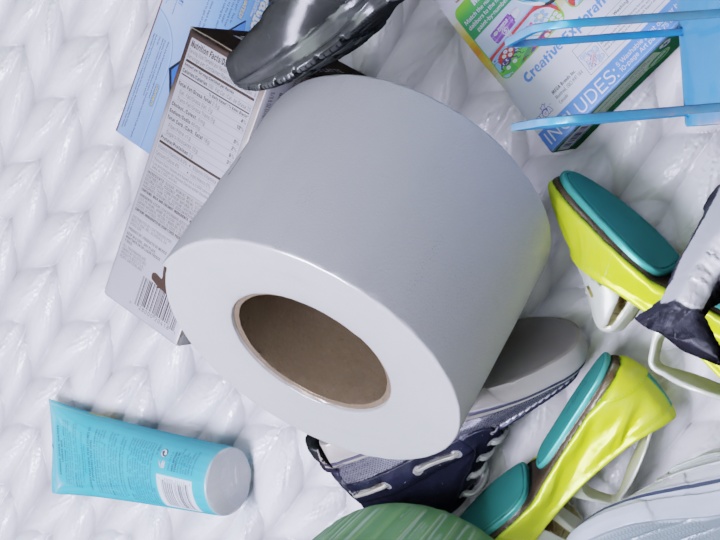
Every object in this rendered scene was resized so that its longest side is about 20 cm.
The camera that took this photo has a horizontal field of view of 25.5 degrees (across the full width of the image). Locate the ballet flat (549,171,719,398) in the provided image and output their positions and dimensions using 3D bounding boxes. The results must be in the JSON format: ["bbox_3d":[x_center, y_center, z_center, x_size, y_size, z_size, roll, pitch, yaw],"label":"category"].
[{"bbox_3d":[0.180,0.021,0.955,0.200,0.067,0.067,38,113,21],"label":"ballet flat"}]

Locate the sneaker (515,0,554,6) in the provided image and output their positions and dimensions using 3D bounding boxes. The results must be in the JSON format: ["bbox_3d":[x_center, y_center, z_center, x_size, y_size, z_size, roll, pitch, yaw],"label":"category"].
[{"bbox_3d":[0.052,-0.232,0.952,0.200,0.090,0.079,47,118,19],"label":"sneaker"}]

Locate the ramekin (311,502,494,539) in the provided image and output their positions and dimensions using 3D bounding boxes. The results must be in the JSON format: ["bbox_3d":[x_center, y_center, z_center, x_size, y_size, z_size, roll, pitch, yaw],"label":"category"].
[{"bbox_3d":[0.024,0.245,1.001,0.198,0.098,0.202,7,110,21],"label":"ramekin"}]

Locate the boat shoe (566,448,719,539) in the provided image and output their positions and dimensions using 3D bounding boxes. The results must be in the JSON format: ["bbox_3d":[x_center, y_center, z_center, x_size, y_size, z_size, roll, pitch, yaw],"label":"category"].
[{"bbox_3d":[0.218,0.143,0.957,0.199,0.067,0.074,-18,119,26],"label":"boat shoe"}]

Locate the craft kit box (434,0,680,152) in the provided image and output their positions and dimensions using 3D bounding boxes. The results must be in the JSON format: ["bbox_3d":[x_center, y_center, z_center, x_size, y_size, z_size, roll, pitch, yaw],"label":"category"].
[{"bbox_3d":[0.132,-0.212,0.980,0.200,0.048,0.198,-45,74,29],"label":"craft kit box"}]

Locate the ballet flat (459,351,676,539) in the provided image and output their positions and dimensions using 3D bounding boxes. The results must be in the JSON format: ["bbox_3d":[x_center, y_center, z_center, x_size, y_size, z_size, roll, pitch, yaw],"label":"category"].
[{"bbox_3d":[0.128,0.140,1.019,0.067,0.067,0.200,34,115,-6],"label":"ballet flat"}]

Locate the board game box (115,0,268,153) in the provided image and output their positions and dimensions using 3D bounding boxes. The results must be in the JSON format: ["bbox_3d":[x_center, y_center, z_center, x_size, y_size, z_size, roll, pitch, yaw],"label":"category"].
[{"bbox_3d":[-0.107,-0.167,1.156,0.103,0.019,0.201,34,113,27],"label":"board game box"}]

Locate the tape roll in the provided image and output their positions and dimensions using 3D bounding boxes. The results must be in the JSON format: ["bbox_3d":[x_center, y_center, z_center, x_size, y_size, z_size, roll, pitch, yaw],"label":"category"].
[{"bbox_3d":[0.000,0.000,0.971,0.201,0.140,0.203,24,149,15],"label":"tape roll"}]

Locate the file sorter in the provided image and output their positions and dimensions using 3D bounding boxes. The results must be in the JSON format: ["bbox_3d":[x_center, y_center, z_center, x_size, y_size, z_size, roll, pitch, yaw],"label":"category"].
[{"bbox_3d":[0.139,-0.175,0.847,0.122,0.139,0.202,-4,94,-3],"label":"file sorter"}]

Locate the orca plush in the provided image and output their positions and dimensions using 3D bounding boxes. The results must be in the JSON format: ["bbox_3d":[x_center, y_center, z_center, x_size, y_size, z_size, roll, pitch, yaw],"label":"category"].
[{"bbox_3d":[0.244,-0.029,0.894,0.201,0.071,0.105,-60,21,-18],"label":"orca plush"}]

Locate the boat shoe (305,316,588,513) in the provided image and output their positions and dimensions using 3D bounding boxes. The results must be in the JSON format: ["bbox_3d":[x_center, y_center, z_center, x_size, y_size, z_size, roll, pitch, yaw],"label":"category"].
[{"bbox_3d":[0.070,0.104,1.054,0.199,0.075,0.093,-21,118,20],"label":"boat shoe"}]

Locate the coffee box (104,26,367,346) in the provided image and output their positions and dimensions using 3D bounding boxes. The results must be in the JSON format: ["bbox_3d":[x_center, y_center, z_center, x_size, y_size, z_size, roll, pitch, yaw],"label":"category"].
[{"bbox_3d":[-0.085,-0.058,1.099,0.079,0.114,0.201,32,111,28],"label":"coffee box"}]

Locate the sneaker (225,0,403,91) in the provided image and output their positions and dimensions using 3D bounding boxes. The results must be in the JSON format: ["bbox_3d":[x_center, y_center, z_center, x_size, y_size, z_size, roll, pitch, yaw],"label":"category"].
[{"bbox_3d":[-0.013,-0.180,0.944,0.199,0.076,0.091,-33,92,31],"label":"sneaker"}]

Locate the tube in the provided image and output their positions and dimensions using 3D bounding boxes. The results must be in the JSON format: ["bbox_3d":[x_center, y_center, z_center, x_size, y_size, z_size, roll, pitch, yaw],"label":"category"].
[{"bbox_3d":[-0.174,0.149,1.226,0.199,0.050,0.078,5,95,38],"label":"tube"}]
